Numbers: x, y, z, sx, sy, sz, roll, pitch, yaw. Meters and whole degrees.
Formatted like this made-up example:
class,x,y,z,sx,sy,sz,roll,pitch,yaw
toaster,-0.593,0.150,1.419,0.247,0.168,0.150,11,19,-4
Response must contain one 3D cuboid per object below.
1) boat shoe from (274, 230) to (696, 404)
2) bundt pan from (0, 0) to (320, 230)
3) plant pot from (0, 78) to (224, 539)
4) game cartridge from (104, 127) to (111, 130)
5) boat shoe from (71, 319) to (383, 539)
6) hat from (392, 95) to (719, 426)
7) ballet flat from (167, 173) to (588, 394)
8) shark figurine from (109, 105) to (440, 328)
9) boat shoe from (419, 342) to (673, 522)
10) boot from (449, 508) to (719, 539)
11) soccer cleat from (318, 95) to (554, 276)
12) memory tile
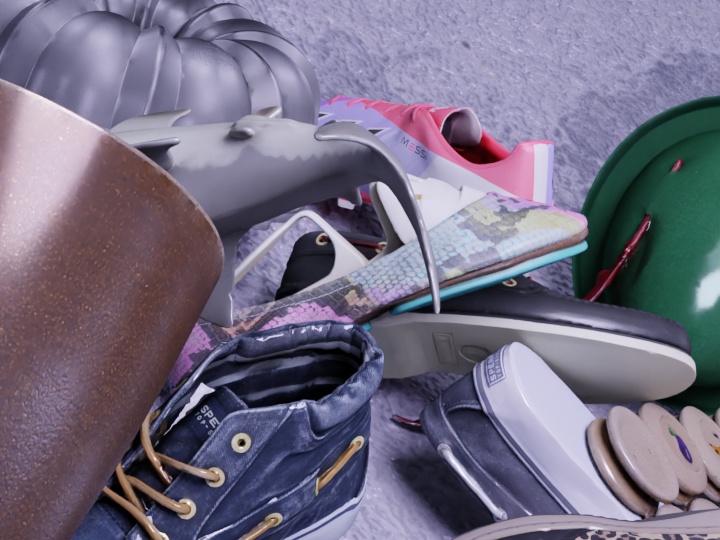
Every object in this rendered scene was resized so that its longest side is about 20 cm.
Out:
class,x,y,z,sx,sy,sz,roll,pitch,yaw
boat shoe,0.059,0.020,0.984,0.201,0.074,0.063,7,59,7
bundt pan,-0.108,-0.095,0.992,0.201,0.076,0.202,18,16,-5
plant pot,-0.163,0.057,0.696,0.187,0.187,0.200,23,67,-15
game cartridge,-0.193,-0.023,0.838,0.199,0.038,0.130,16,57,-9
boat shoe,-0.076,0.084,0.790,0.200,0.091,0.071,-26,51,-36
hat,0.157,0.015,1.033,0.165,0.200,0.176,31,18,16
ballet flat,0.000,0.000,0.921,0.071,0.200,0.069,65,4,3
shark figurine,-0.048,-0.018,0.807,0.214,0.090,0.128,-1,14,28
boat shoe,0.104,0.127,0.952,0.200,0.068,0.072,50,24,-11
boot,0.105,0.160,0.812,0.199,0.073,0.151,-5,23,-4
soccer cleat,0.023,-0.061,1.075,0.067,0.077,0.200,-4,26,-43
memory tile,0.181,0.130,0.988,0.200,0.017,0.154,5,53,-60
